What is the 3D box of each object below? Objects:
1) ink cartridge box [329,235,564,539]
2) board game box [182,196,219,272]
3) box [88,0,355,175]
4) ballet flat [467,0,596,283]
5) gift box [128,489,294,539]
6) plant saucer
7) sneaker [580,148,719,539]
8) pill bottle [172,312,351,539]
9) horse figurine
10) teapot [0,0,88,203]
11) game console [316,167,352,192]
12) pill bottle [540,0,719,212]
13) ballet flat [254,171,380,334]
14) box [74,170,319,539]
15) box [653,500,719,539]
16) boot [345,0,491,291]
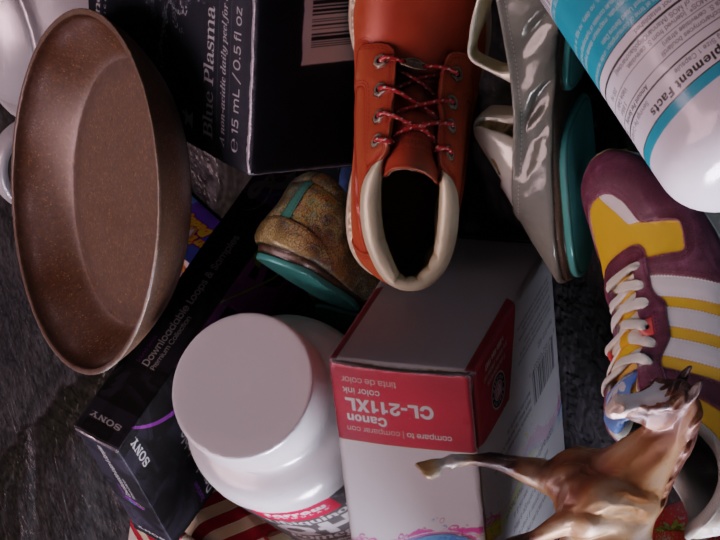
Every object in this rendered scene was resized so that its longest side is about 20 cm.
[{"bbox_3d":[0.052,0.103,1.516,0.083,0.146,0.201,4,119,19],"label":"ink cartridge box"},{"bbox_3d":[-0.098,0.064,1.922,0.134,0.045,0.201,40,142,46],"label":"board game box"},{"bbox_3d":[-0.056,-0.174,1.535,0.200,0.117,0.197,30,122,54],"label":"box"},{"bbox_3d":[0.086,-0.090,1.406,0.063,0.067,0.201,8,119,18],"label":"ballet flat"},{"bbox_3d":[-0.054,0.177,1.754,0.200,0.186,0.185,50,149,33],"label":"gift box"},{"bbox_3d":[-0.139,-0.044,1.546,0.200,0.037,0.201,7,98,61],"label":"plant saucer"},{"bbox_3d":[0.147,0.033,1.353,0.200,0.090,0.075,59,152,18],"label":"sneaker"},{"bbox_3d":[-0.032,0.089,1.569,0.111,0.111,0.200,57,-174,25],"label":"pill bottle"},{"bbox_3d":[0.101,0.145,1.311,0.050,0.132,0.201,-131,29,-65],"label":"horse figurine"},{"bbox_3d":[-0.201,-0.165,1.839,0.200,0.146,0.197,63,154,12],"label":"teapot"},{"bbox_3d":[0.000,-0.089,1.629,0.177,0.031,0.200,50,148,34],"label":"game console"},{"bbox_3d":[0.153,-0.103,1.217,0.200,0.111,0.111,59,153,20],"label":"pill bottle"},{"bbox_3d":[0.000,0.000,1.565,0.071,0.071,0.200,54,-176,29],"label":"ballet flat"},{"bbox_3d":[-0.079,0.048,1.612,0.036,0.200,0.143,29,161,23],"label":"box"},{"bbox_3d":[0.112,0.202,1.423,0.100,0.200,0.096,59,150,18],"label":"box"},{"bbox_3d":[0.030,-0.087,1.421,0.107,0.075,0.201,-94,6,-80],"label":"boot"}]
